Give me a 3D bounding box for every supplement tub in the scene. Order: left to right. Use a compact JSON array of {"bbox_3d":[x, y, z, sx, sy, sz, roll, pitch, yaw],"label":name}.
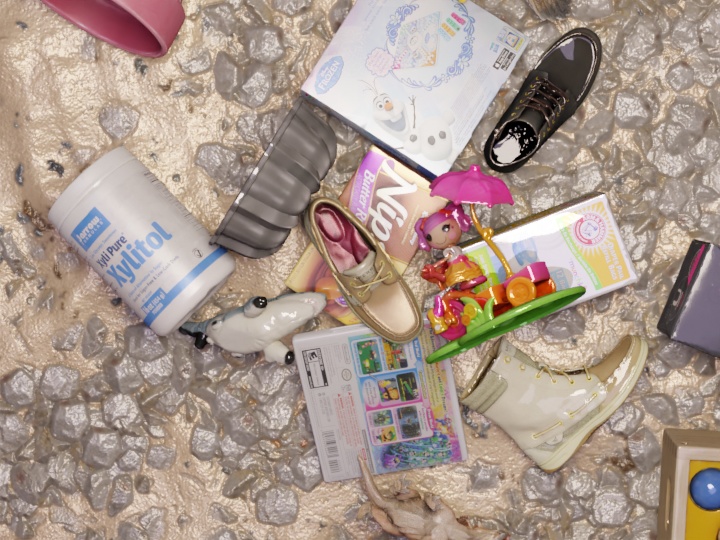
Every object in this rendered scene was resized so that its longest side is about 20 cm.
[{"bbox_3d":[-0.258,-0.033,1.484,0.200,0.132,0.132,45,96,-1],"label":"supplement tub"}]

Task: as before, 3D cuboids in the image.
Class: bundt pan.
[{"bbox_3d":[-0.092,-0.097,1.436,0.076,0.202,0.202,31,97,-8],"label":"bundt pan"}]

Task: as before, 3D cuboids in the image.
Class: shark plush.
[{"bbox_3d":[-0.133,0.069,1.496,0.200,0.083,0.091,-22,110,39],"label":"shark plush"}]

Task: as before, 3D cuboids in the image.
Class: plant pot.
[{"bbox_3d":[-0.270,-0.373,1.434,0.200,0.200,0.179,27,81,1],"label":"plant pot"}]

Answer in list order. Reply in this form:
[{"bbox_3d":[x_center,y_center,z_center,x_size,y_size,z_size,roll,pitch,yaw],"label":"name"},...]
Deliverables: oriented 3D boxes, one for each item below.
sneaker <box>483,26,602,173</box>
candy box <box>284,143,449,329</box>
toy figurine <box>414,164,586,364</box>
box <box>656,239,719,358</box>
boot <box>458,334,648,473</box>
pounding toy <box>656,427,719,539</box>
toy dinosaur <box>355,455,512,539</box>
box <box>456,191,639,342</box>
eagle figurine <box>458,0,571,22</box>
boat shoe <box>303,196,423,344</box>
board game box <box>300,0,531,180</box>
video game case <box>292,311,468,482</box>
[{"bbox_3d":[0.218,-0.195,1.447,0.075,0.106,0.200,34,97,1],"label":"sneaker"},{"bbox_3d":[0.011,-0.038,1.502,0.117,0.056,0.200,34,98,1],"label":"candy box"},{"bbox_3d":[0.122,-0.018,1.377,0.200,0.150,0.185,-29,78,31],"label":"toy figurine"},{"bbox_3d":[0.466,0.055,1.451,0.199,0.106,0.123,21,96,3],"label":"box"},{"bbox_3d":[0.231,0.124,1.487,0.155,0.072,0.200,38,101,-6],"label":"boot"},{"bbox_3d":[0.451,0.302,1.456,0.183,0.142,0.201,3,95,4],"label":"pounding toy"},{"bbox_3d":[0.072,0.304,1.511,0.200,0.136,0.086,28,84,21],"label":"toy dinosaur"},{"bbox_3d":[0.210,-0.008,1.466,0.199,0.101,0.113,-21,93,6],"label":"box"},{"bbox_3d":[0.154,-0.372,1.422,0.199,0.152,0.151,19,133,18],"label":"eagle figurine"},{"bbox_3d":[0.000,0.000,1.434,0.074,0.066,0.200,-39,86,-2],"label":"boat shoe"},{"bbox_3d":[0.064,-0.239,1.469,0.199,0.043,0.200,33,85,0],"label":"board game box"},{"bbox_3d":[0.026,0.154,1.506,0.181,0.024,0.201,-10,111,5],"label":"video game case"}]
